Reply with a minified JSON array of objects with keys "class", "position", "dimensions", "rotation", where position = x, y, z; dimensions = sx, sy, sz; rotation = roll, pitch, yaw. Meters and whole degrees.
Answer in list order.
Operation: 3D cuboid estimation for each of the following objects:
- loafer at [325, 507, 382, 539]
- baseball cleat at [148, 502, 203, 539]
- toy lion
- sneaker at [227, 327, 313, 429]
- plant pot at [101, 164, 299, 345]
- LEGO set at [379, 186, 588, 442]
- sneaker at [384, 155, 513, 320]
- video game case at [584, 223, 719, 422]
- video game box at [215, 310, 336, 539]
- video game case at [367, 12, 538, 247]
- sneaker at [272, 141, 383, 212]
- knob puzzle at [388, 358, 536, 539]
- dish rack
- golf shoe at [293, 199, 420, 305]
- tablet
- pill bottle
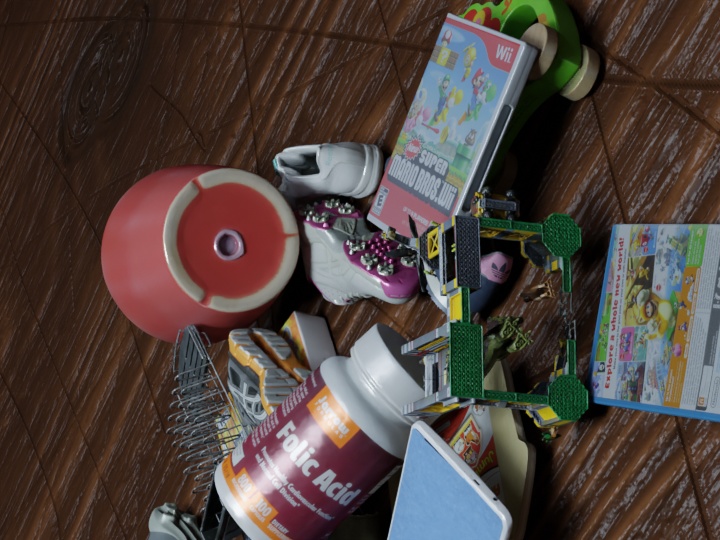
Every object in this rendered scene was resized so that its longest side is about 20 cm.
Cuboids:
[{"class":"loafer","position":[-0.014,0.251,1.404],"dimensions":[0.070,0.075,0.201],"rotation":[-51,56,24]},{"class":"baseball cleat","position":[-0.191,0.335,1.690],"dimensions":[0.200,0.069,0.108],"rotation":[-136,58,-65]},{"class":"toy lion","position":[0.119,-0.178,1.403],"dimensions":[0.200,0.068,0.193],"rotation":[-51,32,34]},{"class":"sneaker","position":[-0.078,0.132,1.502],"dimensions":[0.200,0.077,0.078],"rotation":[50,131,55]},{"class":"plant pot","position":[-0.154,-0.022,1.584],"dimensions":[0.177,0.198,0.203],"rotation":[169,112,-70]},{"class":"LEGO set","position":[0.101,0.044,1.255],"dimensions":[0.116,0.152,0.203],"rotation":[148,117,-64]},{"class":"sneaker","position":[0.085,-0.049,1.401],"dimensions":[0.082,0.070,0.201],"rotation":[-45,48,27]},{"class":"video game case","position":[0.249,0.037,1.149],"dimensions":[0.199,0.018,0.145],"rotation":[3,81,57]},{"class":"video game box","position":[-0.074,0.176,1.576],"dimensions":[0.183,0.046,0.201],"rotation":[-51,40,30]},{"class":"video game case","position":[0.077,-0.116,1.345],"dimensions":[0.143,0.017,0.202],"rotation":[37,107,59]},{"class":"sneaker","position":[-0.059,-0.098,1.615],"dimensions":[0.199,0.088,0.076],"rotation":[-26,58,57]},{"class":"knob puzzle","position":[0.092,0.199,1.320],"dimensions":[0.219,0.030,0.222],"rotation":[-28,55,49]},{"class":"dish rack","position":[-0.156,0.162,1.546],"dimensions":[0.201,0.054,0.154],"rotation":[62,154,26]},{"class":"golf shoe","position":[0.000,0.000,1.520],"dimensions":[0.200,0.074,0.093],"rotation":[39,133,54]},{"class":"tablet","position":[0.067,0.236,1.268],"dimensions":[0.130,0.014,0.202],"rotation":[45,137,40]},{"class":"pill bottle","position":[-0.022,0.149,1.345],"dimensions":[0.200,0.114,0.115],"rotation":[-45,40,11]}]
